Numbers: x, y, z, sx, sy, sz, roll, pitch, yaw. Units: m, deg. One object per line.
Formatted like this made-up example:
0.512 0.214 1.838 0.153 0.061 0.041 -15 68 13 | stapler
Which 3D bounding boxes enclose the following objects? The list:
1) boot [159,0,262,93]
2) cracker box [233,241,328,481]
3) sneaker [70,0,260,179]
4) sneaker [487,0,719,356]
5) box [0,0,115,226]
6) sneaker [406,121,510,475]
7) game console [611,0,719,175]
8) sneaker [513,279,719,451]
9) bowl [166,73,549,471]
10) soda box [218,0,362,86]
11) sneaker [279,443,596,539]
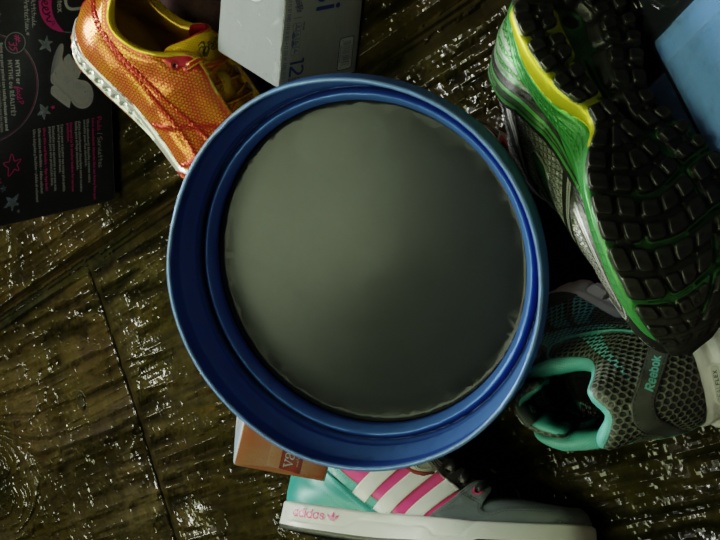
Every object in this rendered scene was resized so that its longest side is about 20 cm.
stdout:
-0.090 -0.176 1.178 0.199 0.072 0.168 -12 105 54 | boot
-0.032 0.014 1.052 0.200 0.057 0.135 -92 15 -66 | cracker box
-0.100 -0.108 1.141 0.200 0.073 0.077 40 133 -5 | sneaker
0.122 -0.048 0.872 0.085 0.077 0.201 114 140 -59 | sneaker
-0.268 -0.154 1.378 0.132 0.114 0.202 28 124 48 | box
0.050 0.015 0.988 0.081 0.078 0.202 9 96 10 | sneaker
0.173 -0.062 0.860 0.177 0.031 0.201 -43 67 52 | game console
0.110 0.053 0.925 0.200 0.091 0.078 -3 105 66 | sneaker
0.000 0.000 0.902 0.199 0.039 0.203 4 104 18 | bowl
-0.037 -0.216 1.068 0.068 0.063 0.202 35 130 41 | soda box
0.050 0.107 1.061 0.198 0.084 0.122 3 77 26 | sneaker
